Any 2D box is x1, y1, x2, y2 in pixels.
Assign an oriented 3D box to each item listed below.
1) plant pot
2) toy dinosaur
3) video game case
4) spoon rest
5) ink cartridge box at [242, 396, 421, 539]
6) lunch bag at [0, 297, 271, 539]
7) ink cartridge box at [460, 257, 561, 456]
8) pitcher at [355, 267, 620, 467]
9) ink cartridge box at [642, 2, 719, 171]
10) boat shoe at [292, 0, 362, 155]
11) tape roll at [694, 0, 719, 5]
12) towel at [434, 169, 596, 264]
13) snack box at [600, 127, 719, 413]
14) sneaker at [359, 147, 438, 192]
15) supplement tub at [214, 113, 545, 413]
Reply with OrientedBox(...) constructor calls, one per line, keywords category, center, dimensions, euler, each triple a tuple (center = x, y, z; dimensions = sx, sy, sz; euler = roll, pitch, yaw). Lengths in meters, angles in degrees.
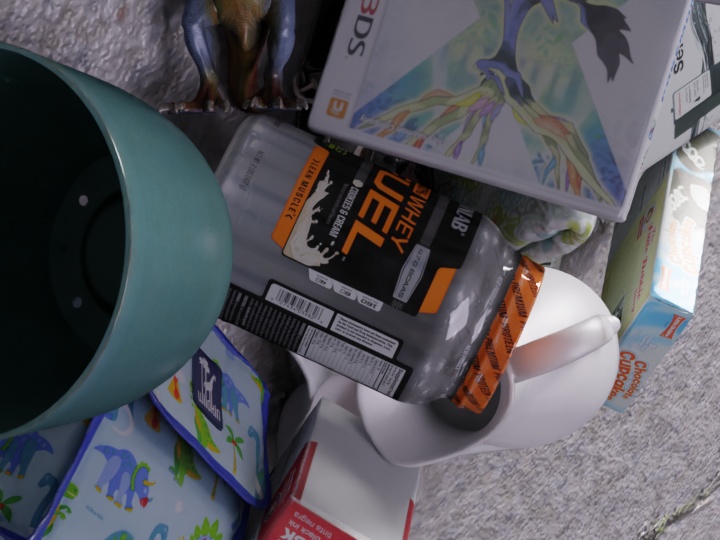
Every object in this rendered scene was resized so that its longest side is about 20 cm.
OrientedBox(category="plant pot", center=(-0.160, -0.013, 1.144), dimensions=(0.161, 0.200, 0.202), euler=(3, 110, -62))
OrientedBox(category="toy dinosaur", center=(-0.085, -0.182, 1.244), dimensions=(0.104, 0.200, 0.183), euler=(-3, 93, -8))
OrientedBox(category="video game case", center=(0.086, -0.142, 1.260), dimensions=(0.022, 0.199, 0.183), euler=(22, 86, -74))
OrientedBox(category="spoon rest", center=(-0.032, 0.080, 1.440), dimensions=(0.099, 0.060, 0.200), euler=(-48, 139, -20))
OrientedBox(category="ink cartridge box", center=(-0.050, 0.204, 1.380), dimensions=(0.200, 0.083, 0.144), euler=(-57, -174, 23))
OrientedBox(category="lunch bag", center=(-0.140, 0.107, 1.296), dimensions=(0.170, 0.127, 0.201), euler=(53, 56, -46))
OrientedBox(category="ink cartridge box", center=(0.065, 0.036, 1.532), dimensions=(0.173, 0.043, 0.201), euler=(-1, 110, -46))
OrientedBox(category="pitcher", center=(0.114, 0.056, 1.420), dimensions=(0.200, 0.171, 0.122), euler=(-16, 87, -60))
OrientedBox(category="ink cartridge box", center=(0.223, -0.176, 1.558), dimensions=(0.200, 0.083, 0.147), euler=(-33, 133, -31))
OrientedBox(category="boat shoe", center=(-0.013, -0.149, 1.332), dimensions=(0.057, 0.067, 0.201), euler=(17, 94, -31))
OrientedBox(category="tape roll", center=(0.161, -0.226, 1.364), dimensions=(0.200, 0.200, 0.067), euler=(-1, 112, -48))
OrientedBox(category="towel", center=(0.101, -0.077, 1.364), dimensions=(0.048, 0.200, 0.172), euler=(20, 68, -23))
OrientedBox(category="snack box", center=(0.213, -0.007, 1.569), dimensions=(0.116, 0.037, 0.201), euler=(118, -7, -45))
OrientedBox(category="sneaker", center=(0.019, -0.068, 1.377), dimensions=(0.071, 0.098, 0.201), euler=(15, 99, -41))
OrientedBox(category="supplement tub", center=(0.000, 0.000, 1.271), dimensions=(0.123, 0.199, 0.123), euler=(-156, -90, -90))
